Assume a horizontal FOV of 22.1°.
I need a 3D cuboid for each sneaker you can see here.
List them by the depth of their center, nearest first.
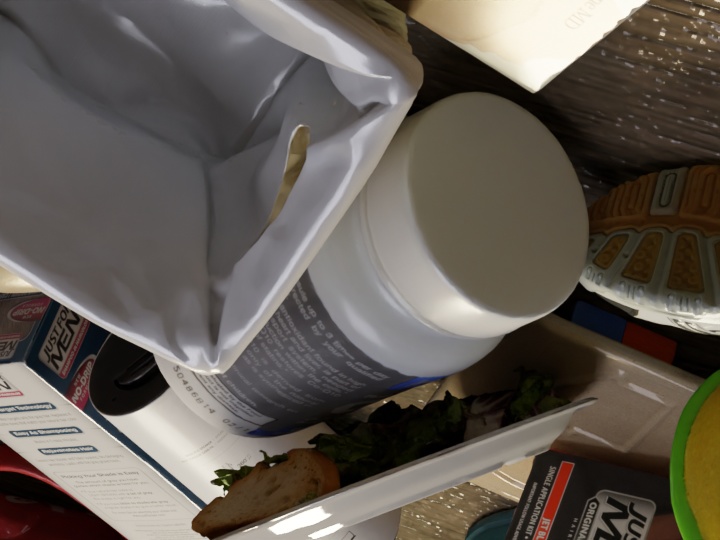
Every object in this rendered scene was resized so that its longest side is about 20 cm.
[{"bbox_3d":[0.183,0.011,0.749,0.198,0.076,0.088,5,147,26],"label":"sneaker"}]

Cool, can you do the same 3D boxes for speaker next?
[{"bbox_3d":[-0.062,0.100,1.040,0.081,0.082,0.200,-7,140,39],"label":"speaker"}]

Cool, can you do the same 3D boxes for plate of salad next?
[{"bbox_3d":[0.012,0.085,0.843,0.199,0.048,0.200,-21,172,-3],"label":"plate of salad"}]

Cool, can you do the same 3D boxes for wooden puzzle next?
[{"bbox_3d":[0.140,0.084,0.930,0.199,0.047,0.185,27,149,-1],"label":"wooden puzzle"}]

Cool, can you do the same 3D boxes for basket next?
[{"bbox_3d":[-0.092,-0.084,0.635,0.199,0.124,0.136,32,113,-11],"label":"basket"}]

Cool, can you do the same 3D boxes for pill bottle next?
[{"bbox_3d":[0.000,0.000,0.805,0.113,0.114,0.199,34,148,-22],"label":"pill bottle"}]

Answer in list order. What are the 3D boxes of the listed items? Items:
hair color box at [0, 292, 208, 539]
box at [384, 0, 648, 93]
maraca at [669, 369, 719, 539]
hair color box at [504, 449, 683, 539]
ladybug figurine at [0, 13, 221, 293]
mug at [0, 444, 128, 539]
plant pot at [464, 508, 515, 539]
[{"bbox_3d":[-0.154,0.088,1.096,0.099,0.061,0.200,-7,140,39],"label":"hair color box"},{"bbox_3d":[0.008,-0.152,0.590,0.199,0.078,0.095,29,149,-14],"label":"box"},{"bbox_3d":[0.230,0.097,0.790,0.198,0.138,0.107,7,157,-2],"label":"maraca"},{"bbox_3d":[0.166,0.160,0.882,0.198,0.102,0.061,11,147,22],"label":"hair color box"},{"bbox_3d":[-0.117,-0.070,0.751,0.199,0.072,0.136,-29,109,16],"label":"ladybug figurine"},{"bbox_3d":[-0.195,0.219,1.269,0.198,0.134,0.178,8,150,15],"label":"mug"},{"bbox_3d":[0.130,0.271,1.089,0.198,0.189,0.201,16,149,10],"label":"plant pot"}]
